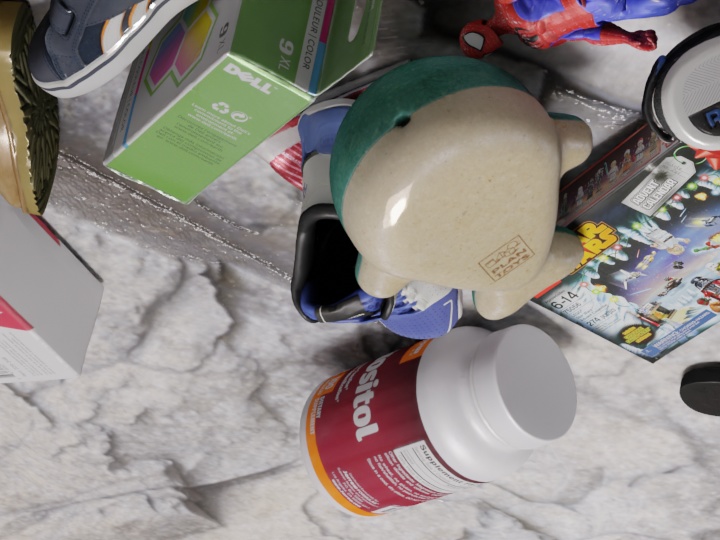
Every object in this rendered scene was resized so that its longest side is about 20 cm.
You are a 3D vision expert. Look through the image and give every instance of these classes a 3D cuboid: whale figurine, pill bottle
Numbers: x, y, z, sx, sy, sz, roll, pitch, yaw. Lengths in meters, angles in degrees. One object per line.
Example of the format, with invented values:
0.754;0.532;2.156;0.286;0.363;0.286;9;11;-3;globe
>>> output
0.058;-0.047;1.066;0.159;0.104;0.200;-36;145;8;whale figurine
0.057;0.106;1.353;0.113;0.113;0.200;32;142;-30;pill bottle

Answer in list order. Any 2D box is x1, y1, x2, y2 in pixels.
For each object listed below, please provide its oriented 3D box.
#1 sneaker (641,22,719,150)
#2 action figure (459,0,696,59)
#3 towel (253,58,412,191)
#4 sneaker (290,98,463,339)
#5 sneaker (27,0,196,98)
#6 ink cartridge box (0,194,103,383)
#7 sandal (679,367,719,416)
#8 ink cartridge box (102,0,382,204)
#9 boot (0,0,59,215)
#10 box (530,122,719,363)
0.242;-0.121;0.979;0.199;0.073;0.112;-17;-171;-3;sneaker
0.136;-0.147;0.984;0.199;0.052;0.065;-12;145;38;action figure
0.042;-0.053;1.188;0.144;0.023;0.200;-19;137;39;towel
0.000;0.000;1.156;0.080;0.116;0.200;-2;144;20;sneaker
-0.131;-0.169;1.006;0.200;0.079;0.079;-31;135;34;sneaker
-0.312;0.016;1.358;0.199;0.086;0.148;-4;146;27;ink cartridge box
0.325;0.099;1.315;0.199;0.045;0.075;-3;146;22;sandal
-0.063;-0.127;1.024;0.059;0.104;0.200;26;146;-24;ink cartridge box
-0.296;-0.115;1.166;0.199;0.066;0.176;6;136;7;boot
0.196;-0.024;1.146;0.137;0.040;0.200;27;139;-22;box
